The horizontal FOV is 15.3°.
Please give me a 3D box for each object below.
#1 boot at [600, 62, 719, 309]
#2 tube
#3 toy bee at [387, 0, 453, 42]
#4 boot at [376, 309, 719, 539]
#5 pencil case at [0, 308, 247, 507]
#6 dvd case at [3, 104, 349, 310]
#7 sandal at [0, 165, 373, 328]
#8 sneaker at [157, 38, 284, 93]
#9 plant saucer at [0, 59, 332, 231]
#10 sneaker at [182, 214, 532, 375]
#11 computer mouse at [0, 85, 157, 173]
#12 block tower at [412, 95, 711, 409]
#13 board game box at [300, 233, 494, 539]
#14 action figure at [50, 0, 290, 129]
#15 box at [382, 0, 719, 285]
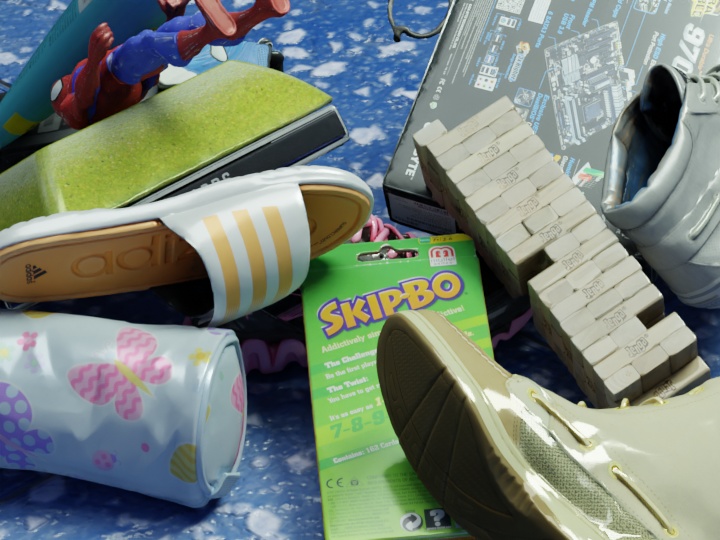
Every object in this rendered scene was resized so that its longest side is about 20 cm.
[{"bbox_3d":[0.192,-0.085,1.416,0.073,0.096,0.201,-10,47,47],"label":"boot"},{"bbox_3d":[-0.163,-0.124,1.527,0.200,0.050,0.077,-38,4,44],"label":"tube"},{"bbox_3d":[0.107,-0.082,1.577,0.130,0.109,0.201,-21,63,-3],"label":"toy bee"},{"bbox_3d":[0.116,0.077,1.280,0.155,0.073,0.200,-25,59,-33],"label":"boot"},{"bbox_3d":[-0.156,0.066,1.355,0.199,0.083,0.091,4,71,13],"label":"pencil case"},{"bbox_3d":[-0.099,-0.034,1.456,0.199,0.025,0.150,-27,3,-1],"label":"dvd case"},{"bbox_3d":[-0.090,0.003,1.353,0.205,0.079,0.059,-11,58,-8],"label":"sandal"},{"bbox_3d":[-0.098,-0.113,1.681,0.089,0.079,0.200,-10,36,-32],"label":"sneaker"},{"bbox_3d":[-0.144,-0.054,1.491,0.199,0.048,0.199,-28,3,-36],"label":"plant saucer"},{"bbox_3d":[0.000,0.000,1.443,0.199,0.096,0.079,-5,27,-3],"label":"sneaker"},{"bbox_3d":[-0.213,-0.076,1.646,0.199,0.053,0.139,-10,30,14],"label":"computer mouse"},{"bbox_3d":[0.104,-0.003,1.391,0.058,0.054,0.200,-32,61,-9],"label":"block tower"},{"bbox_3d":[0.022,0.062,1.352,0.095,0.030,0.201,-5,49,-2],"label":"board game box"},{"bbox_3d":[-0.114,-0.117,1.424,0.065,0.052,0.200,-33,3,-37],"label":"action figure"},{"bbox_3d":[0.119,-0.101,1.498,0.158,0.046,0.201,16,68,13],"label":"box"}]
